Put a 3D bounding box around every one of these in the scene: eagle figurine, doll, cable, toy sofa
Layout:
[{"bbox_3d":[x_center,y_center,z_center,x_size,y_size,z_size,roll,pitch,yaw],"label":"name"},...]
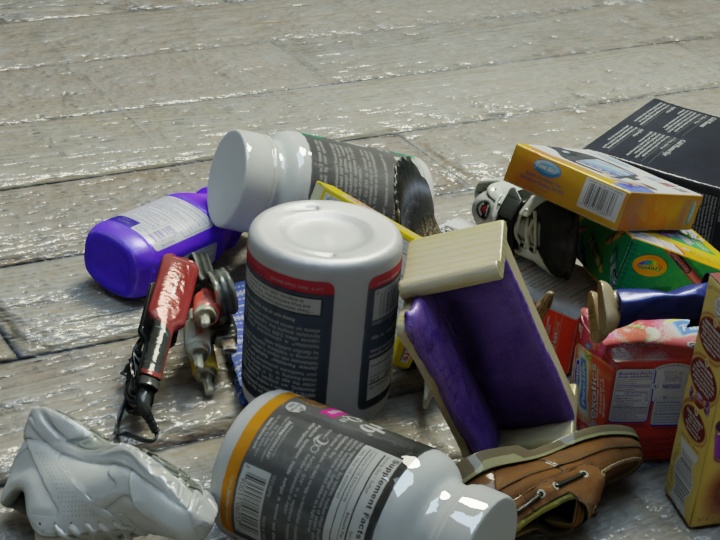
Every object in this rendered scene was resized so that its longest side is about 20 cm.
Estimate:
[{"bbox_3d":[0.069,0.020,1.434,0.200,0.152,0.151,42,11,22],"label":"eagle figurine"},{"bbox_3d":[0.284,0.026,1.300,0.199,0.049,0.136,-4,-12,-3],"label":"doll"},{"bbox_3d":[-0.144,0.021,1.441,0.050,0.097,0.200,-4,28,-15],"label":"cable"},{"bbox_3d":[0.102,0.068,1.264,0.083,0.200,0.098,-12,38,20],"label":"toy sofa"}]

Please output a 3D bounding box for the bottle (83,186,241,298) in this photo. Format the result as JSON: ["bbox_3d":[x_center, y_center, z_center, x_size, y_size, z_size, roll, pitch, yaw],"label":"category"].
[{"bbox_3d":[-0.173,-0.036,1.584,0.083,0.065,0.200,28,34,27],"label":"bottle"}]

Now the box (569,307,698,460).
[{"bbox_3d":[0.284,0.093,1.374,0.199,0.100,0.096,-1,28,-11],"label":"box"}]

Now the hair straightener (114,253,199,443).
[{"bbox_3d":[-0.171,0.076,1.359,0.041,0.077,0.200,19,38,-16],"label":"hair straightener"}]

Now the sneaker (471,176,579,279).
[{"bbox_3d":[0.150,-0.042,1.517,0.088,0.074,0.200,5,15,-8],"label":"sneaker"}]

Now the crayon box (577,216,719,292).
[{"bbox_3d":[0.268,-0.010,1.501,0.118,0.058,0.200,20,13,-10],"label":"crayon box"}]

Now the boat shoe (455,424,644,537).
[{"bbox_3d":[0.148,0.170,1.246,0.200,0.072,0.068,-9,56,-37],"label":"boat shoe"}]

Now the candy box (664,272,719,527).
[{"bbox_3d":[0.312,0.098,1.255,0.116,0.201,0.056,-3,27,-15],"label":"candy box"}]

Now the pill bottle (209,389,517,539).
[{"bbox_3d":[0.002,0.168,1.155,0.200,0.117,0.116,19,30,26],"label":"pill bottle"}]

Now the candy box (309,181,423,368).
[{"bbox_3d":[0.000,0.000,1.386,0.026,0.103,0.200,13,12,-35],"label":"candy box"}]

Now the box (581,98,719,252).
[{"bbox_3d":[0.350,-0.088,1.738,0.182,0.104,0.200,19,30,27],"label":"box"}]

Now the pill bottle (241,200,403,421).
[{"bbox_3d":[-0.033,0.058,1.273,0.119,0.201,0.120,4,26,-2],"label":"pill bottle"}]

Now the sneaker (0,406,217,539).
[{"bbox_3d":[-0.181,0.170,1.157,0.200,0.100,0.078,15,-17,45],"label":"sneaker"}]

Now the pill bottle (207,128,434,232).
[{"bbox_3d":[-0.039,-0.072,1.578,0.199,0.113,0.113,10,22,-27],"label":"pill bottle"}]

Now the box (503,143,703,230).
[{"bbox_3d":[0.228,-0.075,1.485,0.119,0.042,0.200,27,17,28],"label":"box"}]

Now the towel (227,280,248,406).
[{"bbox_3d":[-0.054,0.043,1.447,0.144,0.024,0.200,-20,30,-4],"label":"towel"}]

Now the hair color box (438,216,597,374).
[{"bbox_3d":[0.141,0.020,1.534,0.200,0.061,0.101,25,32,32],"label":"hair color box"}]
